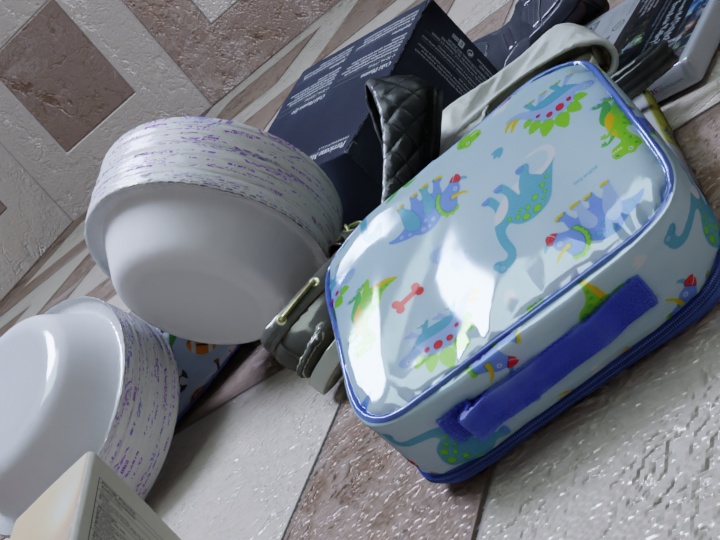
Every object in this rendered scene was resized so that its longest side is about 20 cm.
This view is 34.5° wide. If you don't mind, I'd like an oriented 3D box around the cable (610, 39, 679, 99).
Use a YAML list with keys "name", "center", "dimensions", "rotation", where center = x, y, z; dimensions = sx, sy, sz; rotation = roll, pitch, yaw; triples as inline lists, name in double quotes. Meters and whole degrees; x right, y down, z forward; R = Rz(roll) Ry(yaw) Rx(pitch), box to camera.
- name: "cable"
  center: [0.121, -0.070, 0.744]
  dimensions: [0.198, 0.051, 0.097]
  rotation: [-33, -3, -9]

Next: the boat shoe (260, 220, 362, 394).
- name: "boat shoe"
  center: [0.001, -0.002, 0.840]
  dimensions: [0.202, 0.060, 0.072]
  rotation: [-55, -9, -37]

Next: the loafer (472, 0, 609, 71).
- name: "loafer"
  center: [0.142, -0.189, 1.053]
  dimensions: [0.200, 0.062, 0.073]
  rotation: [-42, 41, 39]

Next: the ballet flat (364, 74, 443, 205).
- name: "ballet flat"
  center: [0.017, -0.034, 0.748]
  dimensions: [0.067, 0.056, 0.203]
  rotation: [83, -165, -65]

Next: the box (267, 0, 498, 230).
- name: "box"
  center: [0.000, -0.110, 1.021]
  dimensions: [0.199, 0.104, 0.184]
  rotation: [-17, 38, 52]

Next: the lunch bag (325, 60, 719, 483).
- name: "lunch bag"
  center: [0.077, 0.002, 0.591]
  dimensions: [0.199, 0.082, 0.162]
  rotation: [-39, 34, 14]

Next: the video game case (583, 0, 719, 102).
- name: "video game case"
  center: [0.205, -0.165, 0.880]
  dimensions: [0.181, 0.023, 0.201]
  rotation: [-27, 21, 46]

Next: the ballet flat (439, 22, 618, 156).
- name: "ballet flat"
  center: [0.104, -0.101, 0.807]
  dimensions: [0.200, 0.070, 0.069]
  rotation: [-43, 15, -11]

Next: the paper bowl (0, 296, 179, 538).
- name: "paper bowl"
  center: [-0.247, 0.118, 0.938]
  dimensions: [0.199, 0.104, 0.203]
  rotation: [-24, 50, 33]

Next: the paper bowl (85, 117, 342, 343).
- name: "paper bowl"
  center: [-0.117, -0.017, 0.911]
  dimensions: [0.199, 0.199, 0.106]
  rotation: [-27, 44, 43]

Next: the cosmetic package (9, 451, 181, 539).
- name: "cosmetic package"
  center: [-0.148, 0.193, 0.643]
  dimensions: [0.071, 0.105, 0.200]
  rotation: [-41, 14, 2]

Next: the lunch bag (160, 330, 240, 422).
- name: "lunch bag"
  center: [-0.174, 0.072, 1.086]
  dimensions: [0.200, 0.076, 0.160]
  rotation: [-48, 14, -16]

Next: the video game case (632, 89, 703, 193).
- name: "video game case"
  center: [0.112, -0.024, 0.723]
  dimensions: [0.199, 0.026, 0.181]
  rotation: [-37, 17, 19]
